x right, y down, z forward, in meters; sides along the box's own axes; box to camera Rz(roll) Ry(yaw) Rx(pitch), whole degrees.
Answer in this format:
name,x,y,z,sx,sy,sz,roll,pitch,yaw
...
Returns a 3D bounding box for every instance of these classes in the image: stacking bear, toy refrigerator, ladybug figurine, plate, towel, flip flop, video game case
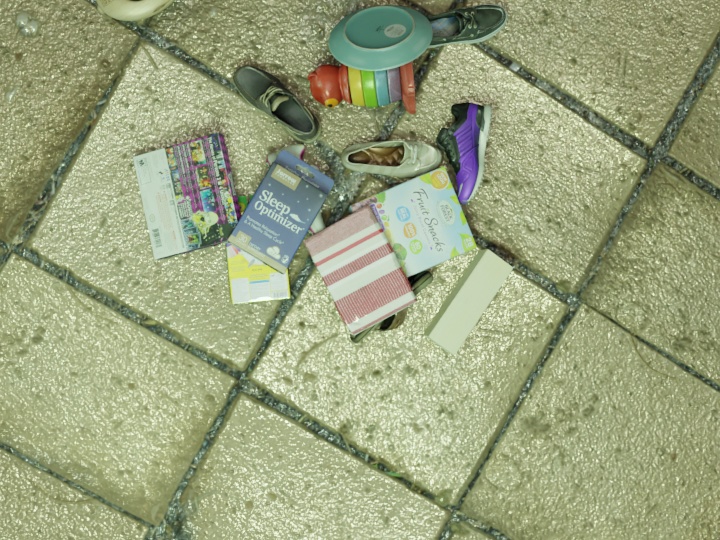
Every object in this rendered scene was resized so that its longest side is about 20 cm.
name,x,y,z,sx,sy,sz,roll,pitch,yaw
stacking bear,0.001,-0.356,1.701,0.197,0.122,0.115,-6,76,4
toy refrigerator,0.207,0.062,1.726,0.070,0.076,0.201,34,86,-3
ladybug figurine,-0.407,-0.541,1.685,0.199,0.072,0.137,-33,92,-5
plate,0.036,-0.445,1.682,0.197,0.026,0.202,-4,49,5
towel,0.000,0.000,1.668,0.143,0.023,0.202,-27,87,-1
flip flop,0.065,0.077,1.721,0.199,0.081,0.058,-38,107,-9
video game case,-0.320,-0.137,1.680,0.179,0.036,0.203,-14,88,13

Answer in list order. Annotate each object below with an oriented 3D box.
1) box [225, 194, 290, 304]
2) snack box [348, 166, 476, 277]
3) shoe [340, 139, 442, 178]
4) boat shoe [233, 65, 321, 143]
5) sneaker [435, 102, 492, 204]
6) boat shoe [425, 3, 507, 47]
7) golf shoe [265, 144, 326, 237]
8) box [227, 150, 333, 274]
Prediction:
name,x,y,z,sx,sy,sz,roll,pitch,yaw
box,-0.198,-0.042,1.709,0.116,0.048,0.203,-5,92,-4
snack box,0.099,-0.082,1.723,0.198,0.068,0.170,-23,90,-6
shoe,0.061,-0.214,1.728,0.197,0.053,0.071,-2,90,-5
boat shoe,-0.154,-0.322,1.702,0.199,0.073,0.075,36,87,-3
sneaker,0.190,-0.229,1.732,0.098,0.070,0.203,11,80,-5
boat shoe,0.193,-0.473,1.740,0.198,0.057,0.070,-15,90,-4
golf shoe,-0.100,-0.148,1.706,0.091,0.075,0.201,-31,93,-8
box,-0.142,-0.110,1.645,0.120,0.032,0.202,30,82,-6
